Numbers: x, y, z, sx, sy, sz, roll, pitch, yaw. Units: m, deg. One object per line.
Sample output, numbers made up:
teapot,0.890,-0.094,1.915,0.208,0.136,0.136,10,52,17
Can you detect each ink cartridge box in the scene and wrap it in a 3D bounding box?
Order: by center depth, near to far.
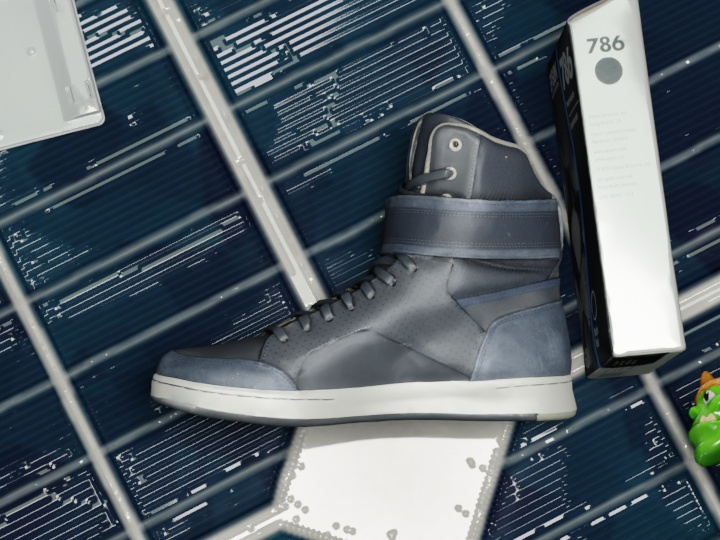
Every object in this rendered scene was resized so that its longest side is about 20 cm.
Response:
ink cartridge box,0.117,-0.053,1.172,0.039,0.099,0.200,-5,81,-2

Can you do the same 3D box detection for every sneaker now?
sneaker,0.000,0.000,1.162,0.202,0.077,0.147,-2,93,-13

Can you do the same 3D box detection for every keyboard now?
keyboard,-0.177,-0.160,1.221,0.056,0.011,0.200,-15,82,0

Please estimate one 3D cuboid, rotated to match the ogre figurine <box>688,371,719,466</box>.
ogre figurine,0.199,0.101,1.119,0.098,0.200,0.120,-4,59,15
